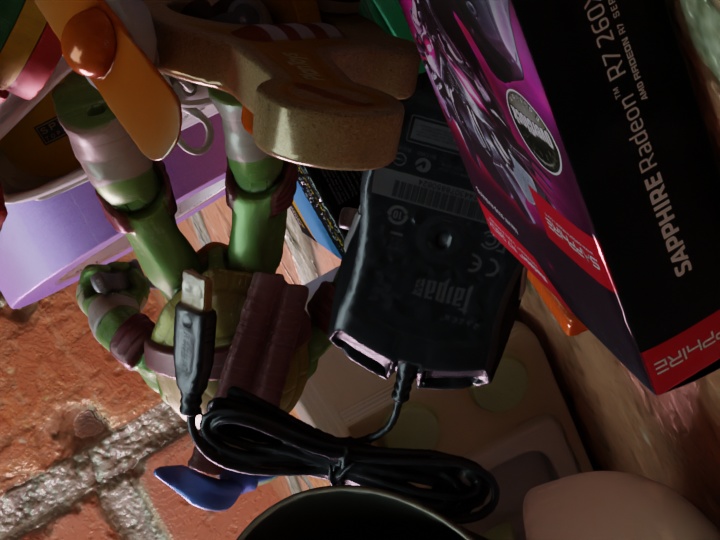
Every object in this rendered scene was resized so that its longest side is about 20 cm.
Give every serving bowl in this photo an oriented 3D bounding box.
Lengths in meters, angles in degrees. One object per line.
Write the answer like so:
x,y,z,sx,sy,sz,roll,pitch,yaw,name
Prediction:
0.138,0.161,0.934,0.201,0.066,0.200,59,-169,-19,serving bowl

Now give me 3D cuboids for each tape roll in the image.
-0.137,-0.054,1.443,0.066,0.200,0.200,60,172,0,tape roll

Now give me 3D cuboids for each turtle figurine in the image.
-0.058,-0.018,1.064,0.143,0.200,0.195,15,135,31,turtle figurine

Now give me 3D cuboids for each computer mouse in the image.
0.000,0.000,0.952,0.046,0.140,0.201,-71,-9,-62,computer mouse

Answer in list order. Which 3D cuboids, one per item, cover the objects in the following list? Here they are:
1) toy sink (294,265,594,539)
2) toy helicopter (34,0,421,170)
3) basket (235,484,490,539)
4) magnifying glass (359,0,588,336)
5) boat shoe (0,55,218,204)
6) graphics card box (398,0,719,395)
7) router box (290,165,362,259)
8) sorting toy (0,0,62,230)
0.042,0.085,1.173,0.131,0.112,0.200,64,176,-27,toy sink
-0.039,-0.071,0.811,0.200,0.132,0.079,-131,49,-67,toy helicopter
0.045,0.175,0.972,0.181,0.136,0.200,57,-167,18,basket
0.041,-0.060,1.006,0.200,0.022,0.080,59,171,19,magnifying glass
-0.099,-0.086,1.096,0.075,0.201,0.086,56,-156,-19,boat shoe
0.057,-0.070,0.764,0.126,0.051,0.201,50,166,54,graphics card box
-0.041,-0.104,1.208,0.201,0.051,0.149,62,173,-14,router box
-0.185,-0.060,1.033,0.069,0.201,0.199,24,162,-18,sorting toy
